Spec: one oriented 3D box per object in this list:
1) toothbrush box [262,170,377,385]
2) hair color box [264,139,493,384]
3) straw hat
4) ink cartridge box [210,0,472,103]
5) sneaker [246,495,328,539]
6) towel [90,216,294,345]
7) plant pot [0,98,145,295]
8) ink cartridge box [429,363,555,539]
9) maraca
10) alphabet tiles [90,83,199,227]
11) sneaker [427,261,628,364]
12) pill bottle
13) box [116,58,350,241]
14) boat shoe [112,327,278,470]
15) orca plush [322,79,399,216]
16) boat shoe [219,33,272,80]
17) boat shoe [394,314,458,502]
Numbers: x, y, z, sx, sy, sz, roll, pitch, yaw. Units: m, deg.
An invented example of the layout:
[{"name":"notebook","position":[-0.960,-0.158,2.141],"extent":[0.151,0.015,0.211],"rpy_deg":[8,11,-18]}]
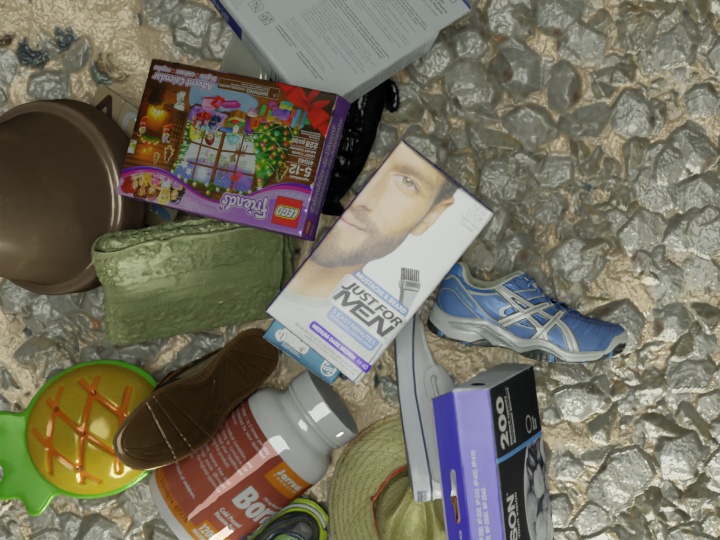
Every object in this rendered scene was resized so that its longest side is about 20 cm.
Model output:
[{"name":"toothbrush box","position":[0.000,0.000,1.435],"extent":[0.085,0.146,0.200],"rpy_deg":[34,95,1]},{"name":"hair color box","position":[0.018,-0.008,1.329],"extent":[0.109,0.065,0.200],"rpy_deg":[38,94,1]},{"name":"straw hat","position":[0.056,0.249,1.477],"extent":[0.201,0.085,0.201],"rpy_deg":[0,94,5]},{"name":"ink cartridge box","position":[-0.027,-0.270,1.441],"extent":[0.200,0.043,0.196],"rpy_deg":[-34,78,-16]},{"name":"sneaker","position":[-0.115,0.317,1.497],"extent":[0.074,0.081,0.200],"rpy_deg":[40,98,2]},{"name":"towel","position":[-0.161,0.004,1.446],"extent":[0.200,0.037,0.148],"rpy_deg":[-13,136,-13]},{"name":"plant pot","position":[-0.338,-0.069,1.416],"extent":[0.200,0.175,0.200],"rpy_deg":[3,96,27]},{"name":"ink cartridge box","position":[0.132,0.201,1.412],"extent":[0.043,0.200,0.198],"rpy_deg":[-5,94,26]},{"name":"maraca","position":[-0.288,0.170,1.488],"extent":[0.200,0.107,0.137],"rpy_deg":[-23,83,4]},{"name":"alphabet tiles","position":[-0.201,-0.094,1.470],"extent":[0.200,0.008,0.167],"rpy_deg":[35,122,10]},{"name":"sneaker","position":[0.170,0.044,1.458],"extent":[0.200,0.076,0.077],"rpy_deg":[11,99,3]},{"name":"pill bottle","position":[-0.105,0.191,1.473],"extent":[0.200,0.112,0.112],"rpy_deg":[-38,90,7]},{"name":"box","position":[-0.121,-0.115,1.377],"extent":[0.200,0.039,0.137],"rpy_deg":[13,87,20]},{"name":"boat shoe","position":[-0.171,0.130,1.456],"extent":[0.200,0.072,0.072],"rpy_deg":[-42,103,-30]},{"name":"orca plush","position":[-0.025,-0.154,1.464],"extent":[0.105,0.071,0.200],"rpy_deg":[25,96,3]},{"name":"boat shoe","position":[-0.103,-0.148,1.477],"extent":[0.074,0.060,0.200],"rpy_deg":[1,89,45]},{"name":"boat shoe","position":[0.071,0.132,1.454],"extent":[0.065,0.074,0.200],"rpy_deg":[-6,69,-1]}]
